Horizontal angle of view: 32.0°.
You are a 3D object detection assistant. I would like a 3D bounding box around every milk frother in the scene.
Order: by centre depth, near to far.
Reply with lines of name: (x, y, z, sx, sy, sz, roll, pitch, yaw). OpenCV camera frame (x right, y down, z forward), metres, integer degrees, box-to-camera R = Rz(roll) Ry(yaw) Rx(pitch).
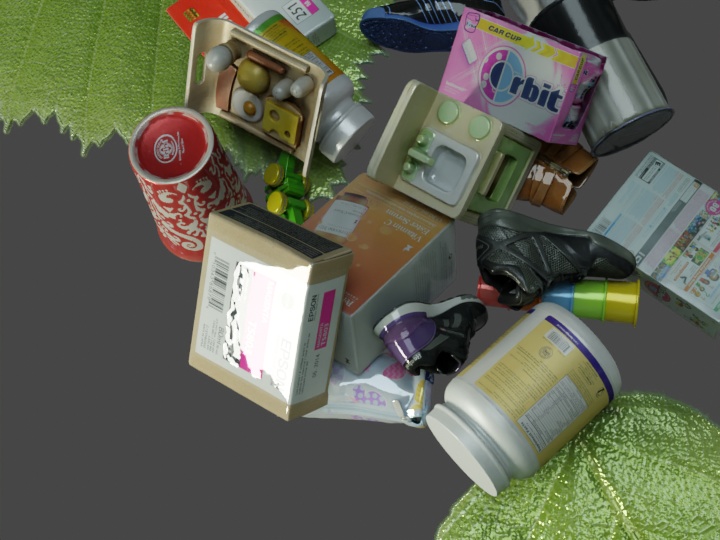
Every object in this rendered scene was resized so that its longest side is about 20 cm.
milk frother: (0.346, -0.278, 1.580, 0.180, 0.200, 0.189, -16, 74, -34)

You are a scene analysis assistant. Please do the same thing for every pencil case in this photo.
pencil case: (-0.009, 0.144, 1.524, 0.198, 0.083, 0.091, 5, 55, 9)

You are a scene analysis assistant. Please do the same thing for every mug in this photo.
mug: (-0.232, -0.125, 1.600, 0.133, 0.200, 0.178, -40, 69, -11)

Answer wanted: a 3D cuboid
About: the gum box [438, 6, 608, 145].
gum box: (0.202, -0.241, 1.560, 0.199, 0.066, 0.114, 32, 112, 37)

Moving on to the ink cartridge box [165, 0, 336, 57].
ink cartridge box: (-0.160, -0.367, 1.782, 0.173, 0.044, 0.200, -36, 68, -11)

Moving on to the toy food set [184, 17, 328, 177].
toy food set: (-0.136, -0.220, 1.605, 0.199, 0.144, 0.060, 29, 42, 19)

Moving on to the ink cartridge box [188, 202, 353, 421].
ink cartridge box: (-0.106, 0.045, 1.435, 0.164, 0.201, 0.075, 25, 26, 32)

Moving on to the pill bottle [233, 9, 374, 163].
pill bottle: (-0.079, -0.241, 1.671, 0.200, 0.111, 0.111, 43, 77, 5)

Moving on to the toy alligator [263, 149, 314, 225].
toy alligator: (-0.098, -0.072, 1.645, 0.054, 0.059, 0.201, -29, 59, 38)

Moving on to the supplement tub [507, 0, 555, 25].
supplement tub: (0.300, -0.420, 1.707, 0.199, 0.132, 0.132, -34, 68, -8)

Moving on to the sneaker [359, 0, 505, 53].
sneaker: (0.100, -0.350, 1.738, 0.198, 0.070, 0.078, 6, 59, 5)

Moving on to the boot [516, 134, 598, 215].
boot: (0.241, -0.180, 1.634, 0.155, 0.077, 0.201, 27, 78, 23)

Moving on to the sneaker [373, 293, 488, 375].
sneaker: (0.098, 0.087, 1.497, 0.076, 0.199, 0.088, -46, 67, 31)

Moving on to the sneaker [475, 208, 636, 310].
sneaker: (0.231, 0.004, 1.504, 0.198, 0.076, 0.115, 13, 68, -9)

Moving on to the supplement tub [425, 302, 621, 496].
supplement tub: (0.190, 0.150, 1.467, 0.200, 0.146, 0.145, -40, 69, -11)

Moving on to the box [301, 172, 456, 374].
box: (0.000, 0.000, 1.530, 0.152, 0.107, 0.200, 28, 54, 29)

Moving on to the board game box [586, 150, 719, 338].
board game box: (0.402, -0.034, 1.568, 0.200, 0.064, 0.148, 36, 76, 20)

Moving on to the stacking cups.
stacking cups: (0.245, 0.028, 1.561, 0.198, 0.061, 0.061, 8, 68, 10)

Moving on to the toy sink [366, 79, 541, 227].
toy sink: (0.120, -0.134, 1.530, 0.112, 0.200, 0.131, 29, 98, 30)
